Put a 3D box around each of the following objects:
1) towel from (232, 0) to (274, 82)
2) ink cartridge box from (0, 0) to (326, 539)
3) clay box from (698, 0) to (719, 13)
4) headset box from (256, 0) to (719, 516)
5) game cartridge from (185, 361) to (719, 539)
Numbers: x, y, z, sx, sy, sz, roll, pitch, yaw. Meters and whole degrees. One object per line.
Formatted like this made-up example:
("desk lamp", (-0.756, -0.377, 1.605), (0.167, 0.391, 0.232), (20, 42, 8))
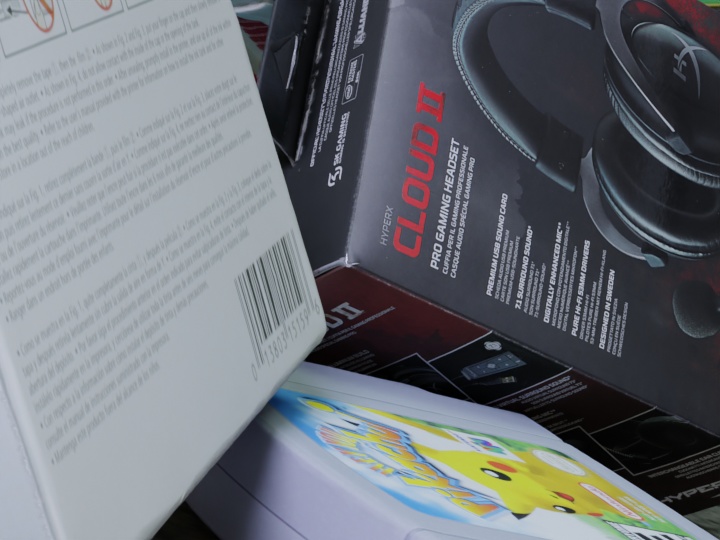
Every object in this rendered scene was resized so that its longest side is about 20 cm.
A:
("towel", (-0.006, -0.062, 0.882), (0.200, 0.023, 0.144), (4, -35, 51))
("ink cartridge box", (-0.069, -0.038, 0.486), (0.043, 0.174, 0.200), (-14, 10, 15))
("clay box", (0.108, -0.081, 0.871), (0.115, 0.048, 0.200), (-3, -15, -23))
("headset box", (0.049, -0.027, 0.724), (0.200, 0.149, 0.077), (26, -31, -28))
("game cartridge", (0.028, 0.067, 0.587), (0.133, 0.041, 0.200), (10, 11, -31))
